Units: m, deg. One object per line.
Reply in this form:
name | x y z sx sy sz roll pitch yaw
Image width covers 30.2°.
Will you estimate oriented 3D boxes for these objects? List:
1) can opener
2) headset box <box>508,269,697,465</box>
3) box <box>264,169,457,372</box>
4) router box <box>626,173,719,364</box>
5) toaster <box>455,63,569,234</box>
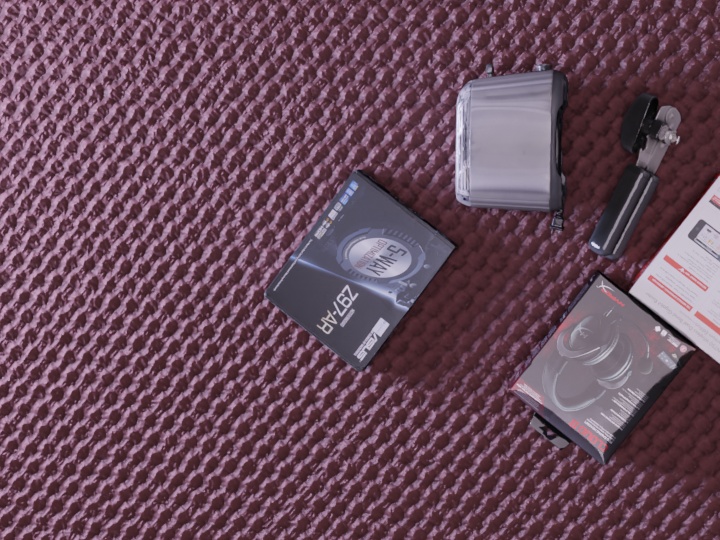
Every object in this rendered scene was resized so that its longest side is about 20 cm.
can opener | 0.329 -0.112 1.615 0.066 0.052 0.201 27 97 41
headset box | 0.285 0.124 1.619 0.149 0.077 0.200 39 97 4
box | 0.000 0.000 1.672 0.160 0.044 0.200 39 99 5
router box | 0.451 0.014 1.597 0.200 0.049 0.180 39 99 5
toaster | 0.183 -0.146 1.600 0.128 0.114 0.202 1 96 13
